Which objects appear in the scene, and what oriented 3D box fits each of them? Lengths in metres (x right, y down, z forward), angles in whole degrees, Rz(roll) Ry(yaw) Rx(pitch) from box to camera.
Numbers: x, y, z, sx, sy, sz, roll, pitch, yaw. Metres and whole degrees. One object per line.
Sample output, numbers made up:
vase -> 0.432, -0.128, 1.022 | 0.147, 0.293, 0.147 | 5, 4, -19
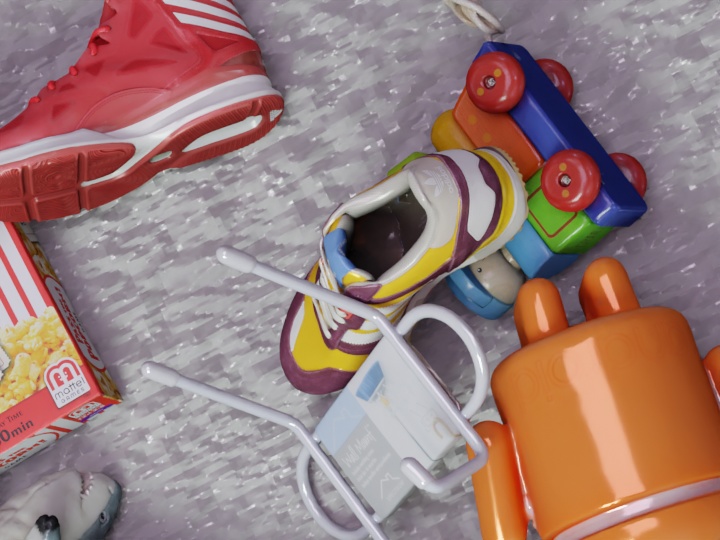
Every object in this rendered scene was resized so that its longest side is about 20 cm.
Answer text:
board game box -> -0.251, 0.027, 1.739 | 0.151, 0.046, 0.200 | -32, 76, 7
shark plush -> -0.190, 0.207, 1.683 | 0.091, 0.083, 0.200 | 2, 78, 39
sneaker -> -0.154, -0.105, 1.716 | 0.200, 0.078, 0.116 | -16, 67, -14
toy train -> 0.059, -0.079, 1.669 | 0.116, 0.085, 0.200 | -43, 72, 20
robot figurine -> 0.139, 0.097, 1.600 | 0.117, 0.144, 0.200 | -31, 73, 46
wall mount rack -> -0.022, 0.074, 1.606 | 0.174, 0.075, 0.200 | 51, 138, 13
sneaker -> 0.000, 0.000, 1.626 | 0.200, 0.090, 0.075 | -48, 62, 34
